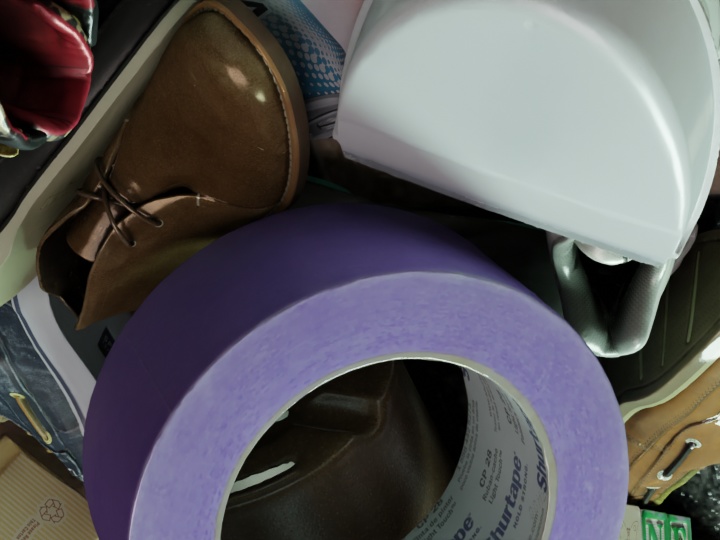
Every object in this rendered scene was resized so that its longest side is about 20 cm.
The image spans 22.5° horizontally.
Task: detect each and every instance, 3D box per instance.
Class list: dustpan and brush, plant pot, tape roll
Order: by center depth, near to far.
[{"bbox_3d":[0.065,-0.096,0.597,0.139,0.057,0.200,20,149,10],"label":"dustpan and brush"},{"bbox_3d":[-0.002,0.080,0.708,0.200,0.085,0.200,-7,112,-17],"label":"tape roll"},{"bbox_3d":[-0.026,0.131,0.863,0.200,0.200,0.198,-6,125,23],"label":"plant pot"}]

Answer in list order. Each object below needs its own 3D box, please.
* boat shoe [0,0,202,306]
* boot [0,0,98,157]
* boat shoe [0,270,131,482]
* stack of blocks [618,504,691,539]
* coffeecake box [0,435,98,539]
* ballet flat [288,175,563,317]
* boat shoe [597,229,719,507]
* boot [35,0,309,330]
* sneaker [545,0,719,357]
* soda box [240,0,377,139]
[{"bbox_3d":[-0.127,-0.063,0.758,0.063,0.074,0.201,48,124,5],"label":"boat shoe"},{"bbox_3d":[-0.163,-0.073,0.601,0.150,0.073,0.200,15,153,11],"label":"boot"},{"bbox_3d":[-0.150,0.061,0.909,0.091,0.071,0.200,-3,129,24],"label":"boat shoe"},{"bbox_3d":[0.131,0.177,0.875,0.058,0.115,0.200,-10,164,33],"label":"stack of blocks"},{"bbox_3d":[-0.224,0.191,0.961,0.073,0.154,0.200,39,151,-2],"label":"coffeecake box"},{"bbox_3d":[0.000,0.000,0.791,0.200,0.068,0.068,8,139,9],"label":"ballet flat"},{"bbox_3d":[0.145,0.048,0.805,0.068,0.072,0.200,20,148,-11],"label":"boat shoe"},{"bbox_3d":[-0.077,-0.032,0.713,0.074,0.075,0.200,51,149,11],"label":"boot"},{"bbox_3d":[0.100,-0.054,0.689,0.075,0.081,0.200,4,129,15],"label":"sneaker"},{"bbox_3d":[-0.021,-0.141,0.650,0.068,0.064,0.200,-3,134,20],"label":"soda box"}]
